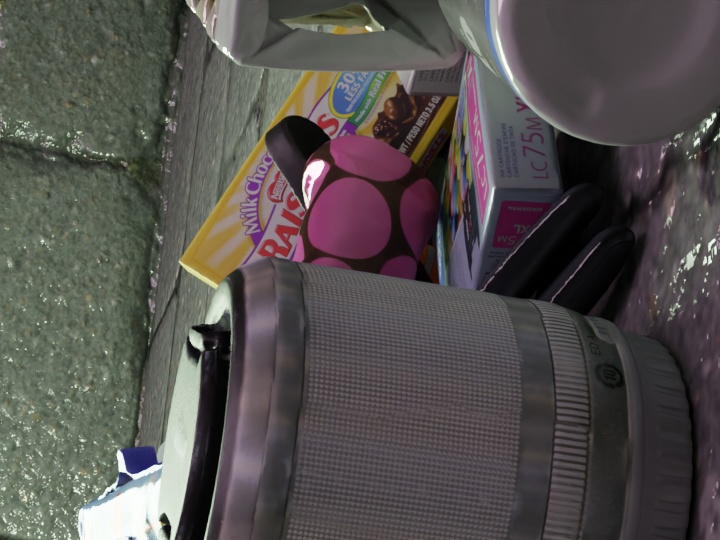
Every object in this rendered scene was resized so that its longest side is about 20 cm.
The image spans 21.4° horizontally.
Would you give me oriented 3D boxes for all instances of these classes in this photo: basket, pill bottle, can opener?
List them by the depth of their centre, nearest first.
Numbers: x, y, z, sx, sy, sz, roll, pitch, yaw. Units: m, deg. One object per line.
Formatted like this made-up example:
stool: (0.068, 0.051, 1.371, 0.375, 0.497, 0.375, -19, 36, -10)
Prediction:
pill bottle: (0.093, -0.131, 0.833, 0.200, 0.113, 0.115, -115, 36, -71)
can opener: (0.067, 0.035, 0.923, 0.063, 0.078, 0.201, 47, 130, 25)
basket: (-0.014, -0.213, 0.945, 0.123, 0.134, 0.202, 47, 131, 51)

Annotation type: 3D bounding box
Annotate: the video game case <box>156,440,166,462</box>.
video game case: (-0.079, 0.218, 1.217, 0.022, 0.182, 0.200, -38, 15, 19)

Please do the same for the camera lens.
camera lens: (0.021, 0.085, 0.803, 0.160, 0.198, 0.162, -171, 90, -79)

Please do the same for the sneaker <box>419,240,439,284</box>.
sneaker: (0.009, 0.067, 1.236, 0.112, 0.077, 0.202, -113, 44, -77)

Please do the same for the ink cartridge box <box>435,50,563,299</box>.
ink cartridge box: (0.067, -0.023, 0.995, 0.201, 0.041, 0.120, 94, 174, -52)

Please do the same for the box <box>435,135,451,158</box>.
box: (0.048, -0.199, 1.277, 0.162, 0.049, 0.202, -108, 28, -62)

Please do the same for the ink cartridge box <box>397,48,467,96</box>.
ink cartridge box: (0.045, -0.234, 1.122, 0.177, 0.044, 0.201, -111, 29, -46)

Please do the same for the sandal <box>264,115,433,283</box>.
sandal: (0.000, -0.001, 1.131, 0.048, 0.075, 0.201, -40, 70, 23)

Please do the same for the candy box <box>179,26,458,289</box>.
candy box: (-0.019, -0.061, 1.192, 0.201, 0.102, 0.026, -57, -25, -5)

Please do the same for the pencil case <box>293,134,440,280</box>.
pencil case: (-0.018, 0.032, 1.011, 0.093, 0.091, 0.201, -19, 42, 45)

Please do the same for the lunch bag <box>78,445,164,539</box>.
lunch bag: (-0.088, 0.186, 0.964, 0.150, 0.093, 0.202, -34, 67, 61)
